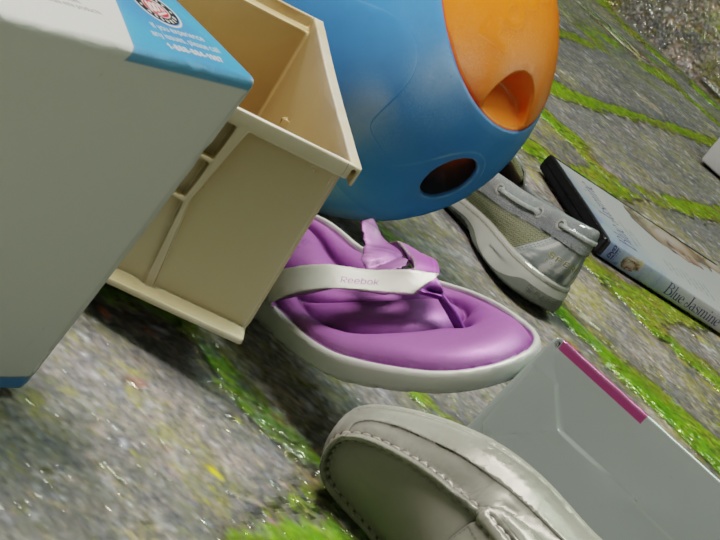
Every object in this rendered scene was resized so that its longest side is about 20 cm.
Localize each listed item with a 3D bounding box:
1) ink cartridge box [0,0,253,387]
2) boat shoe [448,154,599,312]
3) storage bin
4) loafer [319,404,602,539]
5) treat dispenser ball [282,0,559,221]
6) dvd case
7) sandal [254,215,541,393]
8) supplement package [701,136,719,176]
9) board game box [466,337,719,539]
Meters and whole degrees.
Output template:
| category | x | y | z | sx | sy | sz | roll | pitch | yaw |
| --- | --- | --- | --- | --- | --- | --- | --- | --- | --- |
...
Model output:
| category | x | y | z | sx | sy | sz | roll | pitch | yaw |
| --- | --- | --- | --- | --- | --- | --- | --- | --- | --- |
| ink cartridge box | -0.173 | -0.080 | 0.705 | 0.200 | 0.146 | 0.147 | 46 | 18 | 23 |
| boat shoe | 0.095 | -0.052 | 1.381 | 0.074 | 0.065 | 0.202 | 29 | 19 | -32 |
| storage bin | -0.116 | -0.085 | 0.912 | 0.198 | 0.094 | 0.200 | 26 | 19 | -16 |
| loafer | 0.058 | 0.122 | 0.813 | 0.200 | 0.070 | 0.070 | 33 | 43 | 25 |
| treat dispenser ball | 0.008 | -0.127 | 1.144 | 0.201 | 0.201 | 0.201 | 36 | 16 | -12 |
| dvd case | 0.236 | -0.010 | 1.670 | 0.200 | 0.018 | 0.143 | 30 | 19 | -28 |
| sandal | -0.006 | 0.003 | 0.923 | 0.082 | 0.050 | 0.202 | -25 | 32 | -32 |
| supplement package | 0.475 | -0.135 | 2.370 | 0.117 | 0.117 | 0.200 | 43 | 16 | 11 |
| board game box | 0.128 | 0.109 | 0.927 | 0.148 | 0.064 | 0.200 | 43 | -1 | 14 |
